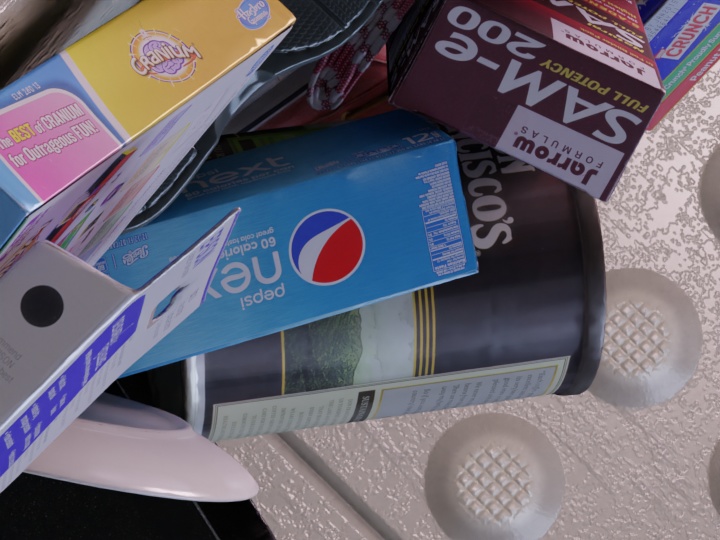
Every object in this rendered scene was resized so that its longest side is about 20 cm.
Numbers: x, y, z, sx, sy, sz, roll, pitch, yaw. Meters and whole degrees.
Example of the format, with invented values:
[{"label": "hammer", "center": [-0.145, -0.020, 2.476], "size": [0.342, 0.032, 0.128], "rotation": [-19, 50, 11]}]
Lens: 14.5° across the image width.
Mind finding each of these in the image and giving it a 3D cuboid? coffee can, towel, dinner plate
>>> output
[{"label": "coffee can", "center": [0.000, 0.000, 1.340], "size": [0.199, 0.147, 0.146], "rotation": [-8, 169, -12]}, {"label": "towel", "center": [0.034, -0.180, 1.260], "size": [0.200, 0.030, 0.147], "rotation": [-52, -166, 38]}, {"label": "dinner plate", "center": [-0.139, 0.064, 1.217], "size": [0.200, 0.200, 0.024], "rotation": [-19, 122, -87]}]

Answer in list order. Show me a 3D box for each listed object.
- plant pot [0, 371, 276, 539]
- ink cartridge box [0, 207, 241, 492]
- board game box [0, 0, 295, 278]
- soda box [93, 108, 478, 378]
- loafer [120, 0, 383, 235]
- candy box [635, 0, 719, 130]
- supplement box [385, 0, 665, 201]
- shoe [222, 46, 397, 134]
[{"label": "plant pot", "center": [-0.173, 0.111, 1.419], "size": [0.177, 0.200, 0.200], "rotation": [-32, 179, 2]}, {"label": "ink cartridge box", "center": [-0.131, 0.051, 0.990], "size": [0.200, 0.043, 0.198], "rotation": [-44, 178, -12]}, {"label": "board game box", "center": [-0.119, -0.023, 1.006], "size": [0.153, 0.040, 0.200], "rotation": [-47, 178, 33]}, {"label": "soda box", "center": [-0.056, -0.009, 1.212], "size": [0.199, 0.064, 0.068], "rotation": [-15, -160, -12]}, {"label": "loafer", "center": [-0.060, -0.099, 1.183], "size": [0.200, 0.072, 0.063], "rotation": [-46, -161, -11]}, {"label": "candy box", "center": [0.156, -0.209, 1.557], "size": [0.077, 0.200, 0.169], "rotation": [12, 138, -35]}, {"label": "supplement box", "center": [0.070, -0.111, 1.289], "size": [0.200, 0.109, 0.061], "rotation": [-92, -152, -67]}, {"label": "shoe", "center": [-0.045, -0.055, 1.452], "size": [0.200, 0.091, 0.072], "rotation": [-34, -163, 24]}]
